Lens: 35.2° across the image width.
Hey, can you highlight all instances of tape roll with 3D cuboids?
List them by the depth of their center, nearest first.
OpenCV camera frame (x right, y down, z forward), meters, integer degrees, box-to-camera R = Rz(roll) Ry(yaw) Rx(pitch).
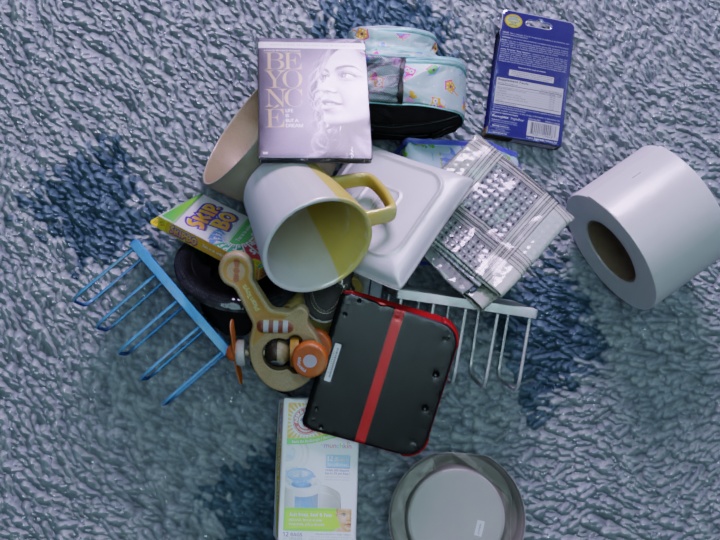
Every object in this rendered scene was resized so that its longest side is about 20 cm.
[{"bbox_3d":[0.417,-0.063,1.662,0.139,0.203,0.203,-33,88,-11],"label":"tape roll"}]

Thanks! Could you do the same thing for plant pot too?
[{"bbox_3d":[-0.112,-0.167,1.622,0.134,0.200,0.201,36,79,-22],"label":"plant pot"}]

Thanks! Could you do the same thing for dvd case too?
[{"bbox_3d":[-0.063,-0.229,1.513,0.148,0.016,0.201,0,60,-5],"label":"dvd case"}]

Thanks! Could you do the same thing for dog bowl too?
[{"bbox_3d":[0.135,0.357,1.640,0.199,0.059,0.201,1,83,-8],"label":"dog bowl"}]

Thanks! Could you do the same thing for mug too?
[{"bbox_3d":[-0.068,-0.072,1.501,0.186,0.153,0.150,14,119,-37],"label":"mug"}]

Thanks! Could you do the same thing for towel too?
[{"bbox_3d":[0.166,-0.070,1.577,0.193,0.035,0.200,43,75,9],"label":"towel"}]

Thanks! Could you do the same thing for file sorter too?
[{"bbox_3d":[-0.286,0.077,1.582,0.123,0.139,0.200,-41,89,-7],"label":"file sorter"},{"bbox_3d":[0.132,0.095,1.630,0.199,0.139,0.125,8,93,-6],"label":"file sorter"}]

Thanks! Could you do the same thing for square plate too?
[{"bbox_3d":[0.023,-0.086,1.562,0.198,0.028,0.200,22,64,29],"label":"square plate"}]

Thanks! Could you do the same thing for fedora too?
[{"bbox_3d":[-0.173,0.025,1.599,0.200,0.201,0.092,4,124,-7],"label":"fedora"}]

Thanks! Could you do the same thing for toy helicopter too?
[{"bbox_3d":[-0.132,0.069,1.482,0.132,0.079,0.200,-27,101,9],"label":"toy helicopter"}]

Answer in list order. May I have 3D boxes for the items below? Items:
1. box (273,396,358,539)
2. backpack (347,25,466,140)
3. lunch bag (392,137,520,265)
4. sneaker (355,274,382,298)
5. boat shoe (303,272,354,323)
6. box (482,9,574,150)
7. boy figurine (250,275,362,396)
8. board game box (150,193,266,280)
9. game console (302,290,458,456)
[{"bbox_3d":[-0.063,0.279,1.601,0.112,0.101,0.201,3,82,-8],"label":"box"},{"bbox_3d":[0.057,-0.266,1.651,0.199,0.176,0.154,10,80,-2],"label":"backpack"},{"bbox_3d":[0.147,-0.099,1.674,0.199,0.127,0.171,2,77,-19],"label":"lunch bag"},{"bbox_3d":[0.000,0.000,1.670,0.070,0.073,0.201,3,73,2],"label":"sneaker"},{"bbox_3d":[-0.035,-0.022,1.578,0.067,0.057,0.201,17,54,-1],"label":"boat shoe"},{"bbox_3d":[0.261,-0.294,1.756,0.121,0.032,0.201,10,83,-7],"label":"box"},{"bbox_3d":[-0.068,0.081,1.601,0.200,0.064,0.124,-51,133,-22],"label":"boy figurine"},{"bbox_3d":[-0.193,-0.053,1.602,0.199,0.030,0.095,24,35,24],"label":"board game box"},{"bbox_3d":[0.030,0.143,1.548,0.176,0.031,0.201,17,95,-3],"label":"game console"}]
